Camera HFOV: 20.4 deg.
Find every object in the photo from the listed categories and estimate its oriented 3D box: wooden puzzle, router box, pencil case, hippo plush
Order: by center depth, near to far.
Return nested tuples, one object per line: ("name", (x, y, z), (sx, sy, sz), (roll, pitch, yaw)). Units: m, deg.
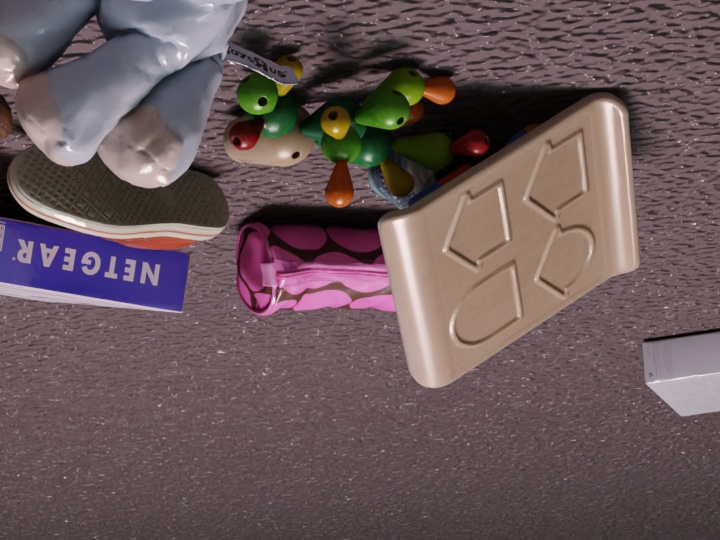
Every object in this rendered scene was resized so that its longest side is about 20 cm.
("hippo plush", (-0.093, -0.138, 1.024), (0.200, 0.159, 0.161), (5, 162, -26))
("wooden puzzle", (0.107, -0.026, 1.458), (0.200, 0.046, 0.185), (-28, 137, -15))
("router box", (-0.264, -0.007, 1.548), (0.200, 0.049, 0.179), (11, 174, -42))
("pencil case", (0.000, 0.000, 1.657), (0.200, 0.091, 0.094), (-1, -161, -19))

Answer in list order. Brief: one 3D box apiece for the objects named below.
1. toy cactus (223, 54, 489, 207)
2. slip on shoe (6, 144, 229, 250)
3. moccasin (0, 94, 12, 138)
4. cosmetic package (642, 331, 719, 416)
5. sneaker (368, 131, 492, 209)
("toy cactus", (-0.025, -0.089, 1.360), (0.165, 0.102, 0.200), (-6, 177, 45))
("slip on shoe", (-0.182, -0.048, 1.467), (0.061, 0.074, 0.200), (-28, 158, 33))
("moccasin", (-0.325, -0.088, 1.285), (0.201, 0.078, 0.074), (-2, 164, -7))
("cosmetic package", (0.405, 0.111, 2.199), (0.151, 0.052, 0.200), (-7, 164, 18))
("sneaker", (0.083, -0.059, 1.529), (0.086, 0.078, 0.200), (-1, 162, 38))
